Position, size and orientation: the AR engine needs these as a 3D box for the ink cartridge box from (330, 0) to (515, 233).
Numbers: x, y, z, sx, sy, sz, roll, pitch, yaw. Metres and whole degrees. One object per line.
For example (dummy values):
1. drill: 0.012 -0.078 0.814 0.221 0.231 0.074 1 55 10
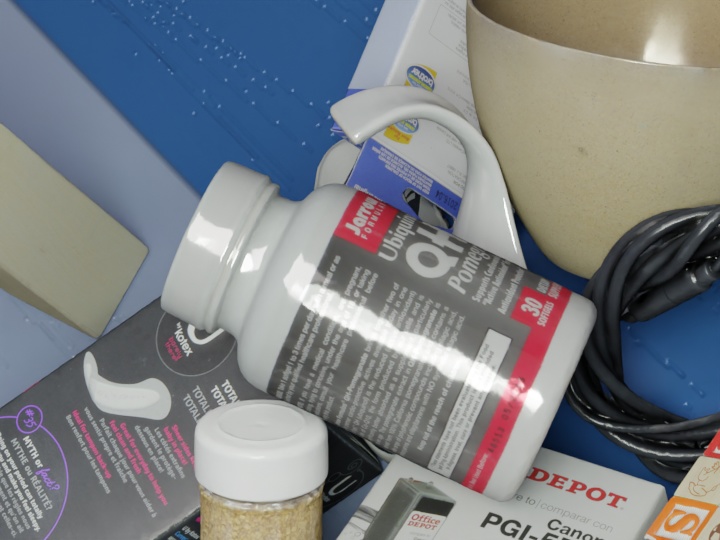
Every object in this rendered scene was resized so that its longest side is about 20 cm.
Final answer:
1. ink cartridge box: 0.058 -0.110 1.492 0.042 0.119 0.201 5 69 50

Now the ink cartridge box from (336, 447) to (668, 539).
1. ink cartridge box: 0.051 0.180 1.357 0.146 0.083 0.200 16 50 26

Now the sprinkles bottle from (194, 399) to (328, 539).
1. sprinkles bottle: -0.051 0.170 1.397 0.068 0.068 0.201 11 113 25

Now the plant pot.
1. plant pot: 0.149 -0.068 1.420 0.199 0.200 0.135 14 111 26

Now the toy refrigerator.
1. toy refrigerator: -0.200 -0.037 1.523 0.076 0.200 0.070 25 81 29

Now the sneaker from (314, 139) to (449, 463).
1. sneaker: 0.000 0.000 1.468 0.079 0.130 0.200 -13 66 16

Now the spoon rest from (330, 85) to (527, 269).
1. spoon rest: 0.059 -0.020 1.418 0.060 0.200 0.099 -35 33 0

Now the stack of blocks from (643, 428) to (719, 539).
1. stack of blocks: 0.180 0.166 1.284 0.115 0.059 0.200 9 50 43

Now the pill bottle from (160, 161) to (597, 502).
1. pill bottle: 0.007 0.025 1.341 0.199 0.111 0.111 25 80 3

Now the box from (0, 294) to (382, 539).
1. box: -0.109 0.106 1.484 0.199 0.106 0.123 -35 63 6

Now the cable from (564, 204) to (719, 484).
1. cable: 0.192 0.034 1.366 0.199 0.164 0.051 -11 38 18
